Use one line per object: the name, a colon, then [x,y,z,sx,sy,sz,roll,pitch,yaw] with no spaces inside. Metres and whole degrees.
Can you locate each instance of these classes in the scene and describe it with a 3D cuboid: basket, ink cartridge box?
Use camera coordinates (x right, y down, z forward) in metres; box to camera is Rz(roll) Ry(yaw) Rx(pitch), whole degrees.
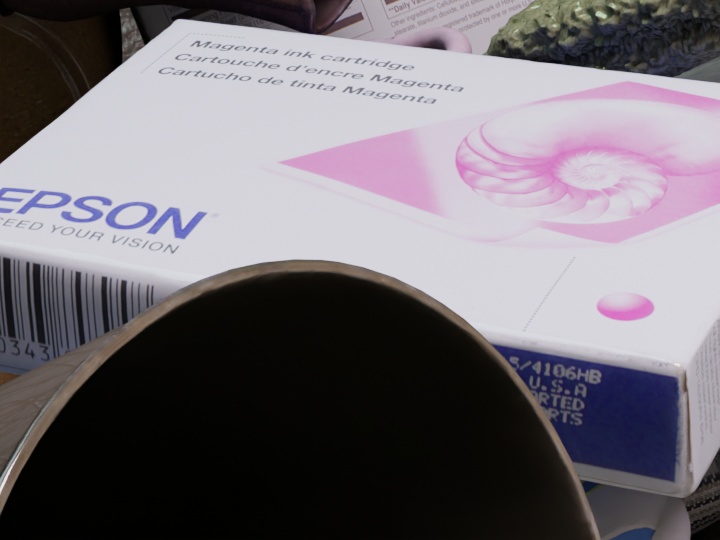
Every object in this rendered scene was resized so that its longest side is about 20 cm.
basket: [-0.078,0.095,0.510,0.200,0.136,0.180,-21,10,37]
ink cartridge box: [0.020,-0.023,0.715,0.196,0.043,0.200,8,31,21]

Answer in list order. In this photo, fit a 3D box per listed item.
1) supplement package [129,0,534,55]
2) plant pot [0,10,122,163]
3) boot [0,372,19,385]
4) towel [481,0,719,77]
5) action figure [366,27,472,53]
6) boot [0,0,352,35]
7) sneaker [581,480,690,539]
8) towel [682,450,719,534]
supplement package: [0.013,-0.059,0.990,0.150,0.201,0.152,-22,1,-2]
plant pot: [-0.158,-0.070,0.962,0.186,0.187,0.200,-22,24,-10]
boot: [-0.096,0.052,0.847,0.073,0.201,0.075,21,15,-1]
towel: [0.137,-0.102,0.808,0.200,0.037,0.148,-16,18,45]
action figure: [0.000,0.000,0.790,0.134,0.150,0.200,-12,-1,32]
boot: [-0.054,-0.142,0.883,0.166,0.073,0.200,9,44,17]
sneaker: [-0.020,0.066,0.667,0.199,0.105,0.076,-23,7,-15]
towel: [0.017,0.079,0.829,0.192,0.035,0.200,-24,8,4]
